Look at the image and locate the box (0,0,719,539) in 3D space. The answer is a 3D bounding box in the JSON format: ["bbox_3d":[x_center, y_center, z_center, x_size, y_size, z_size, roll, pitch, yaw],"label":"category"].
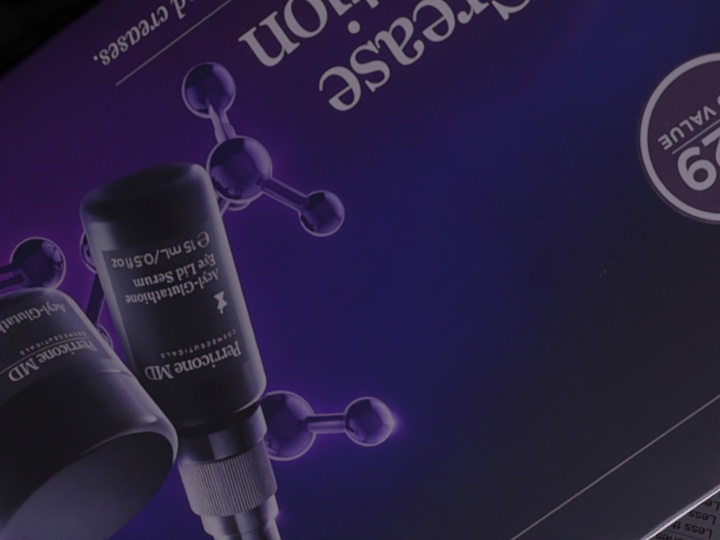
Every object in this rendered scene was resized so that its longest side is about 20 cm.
[{"bbox_3d":[0.000,0.000,0.565,0.200,0.141,0.079,-36,-176,10],"label":"box"}]

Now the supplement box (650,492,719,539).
[{"bbox_3d":[0.042,0.135,0.718,0.132,0.200,0.198,14,146,10],"label":"supplement box"}]
